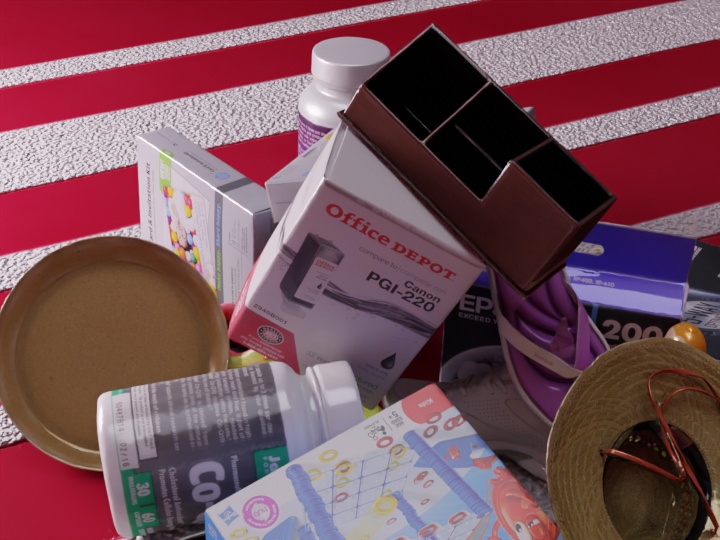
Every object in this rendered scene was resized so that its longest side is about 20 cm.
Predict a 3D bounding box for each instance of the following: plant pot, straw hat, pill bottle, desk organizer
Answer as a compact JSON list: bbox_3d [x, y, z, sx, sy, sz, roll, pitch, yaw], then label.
[{"bbox_3d":[-0.210,0.071,1.101,0.198,0.028,0.202,2,74,-7],"label":"plant pot"},{"bbox_3d":[0.193,0.154,0.885,0.199,0.085,0.203,9,64,-19],"label":"straw hat"},{"bbox_3d":[-0.012,-0.142,1.394,0.111,0.202,0.113,1,31,-1],"label":"pill bottle"},{"bbox_3d":[0.086,-0.084,0.959,0.200,0.077,0.072,45,40,12],"label":"desk organizer"},{"bbox_3d":[-0.098,0.134,1.009,0.198,0.114,0.113,-10,32,-8],"label":"pill bottle"}]

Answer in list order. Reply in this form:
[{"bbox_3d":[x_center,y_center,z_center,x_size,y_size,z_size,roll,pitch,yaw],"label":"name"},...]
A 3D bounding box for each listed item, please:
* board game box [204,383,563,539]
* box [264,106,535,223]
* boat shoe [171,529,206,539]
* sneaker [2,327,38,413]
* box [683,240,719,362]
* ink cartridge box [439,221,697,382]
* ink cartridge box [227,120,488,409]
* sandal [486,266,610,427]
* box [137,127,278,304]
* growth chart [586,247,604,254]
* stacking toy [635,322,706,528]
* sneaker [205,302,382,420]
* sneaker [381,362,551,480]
[{"bbox_3d":[0.027,0.201,0.877,0.199,0.056,0.196,-27,56,-23],"label":"board game box"},{"bbox_3d":[0.039,-0.092,1.118,0.198,0.042,0.156,-2,22,24],"label":"box"},{"bbox_3d":[-0.146,0.228,0.916,0.200,0.061,0.072,-14,35,-24],"label":"boat shoe"},{"bbox_3d":[-0.258,0.059,1.176,0.089,0.079,0.201,18,39,5],"label":"sneaker"},{"bbox_3d":[0.352,0.049,1.249,0.159,0.044,0.200,20,36,27],"label":"box"},{"bbox_3d":[0.168,0.046,1.091,0.196,0.201,0.044,9,38,10],"label":"ink cartridge box"},{"bbox_3d":[0.000,0.000,1.034,0.145,0.201,0.085,27,40,-9],"label":"ink cartridge box"},{"bbox_3d":[0.144,0.040,1.018,0.082,0.204,0.050,-24,-4,1],"label":"sandal"},{"bbox_3d":[-0.143,-0.028,1.231,0.041,0.157,0.200,-19,37,-33],"label":"box"},{"bbox_3d":[0.148,0.014,1.202,0.198,0.145,0.018,-6,65,-34],"label":"growth chart"},{"bbox_3d":[0.226,0.125,0.966,0.109,0.202,0.116,-5,34,-12],"label":"stacking toy"},{"bbox_3d":[-0.064,0.091,1.115,0.199,0.091,0.078,22,34,24],"label":"sneaker"},{"bbox_3d":[0.116,0.107,1.086,0.198,0.100,0.078,10,28,12],"label":"sneaker"}]
